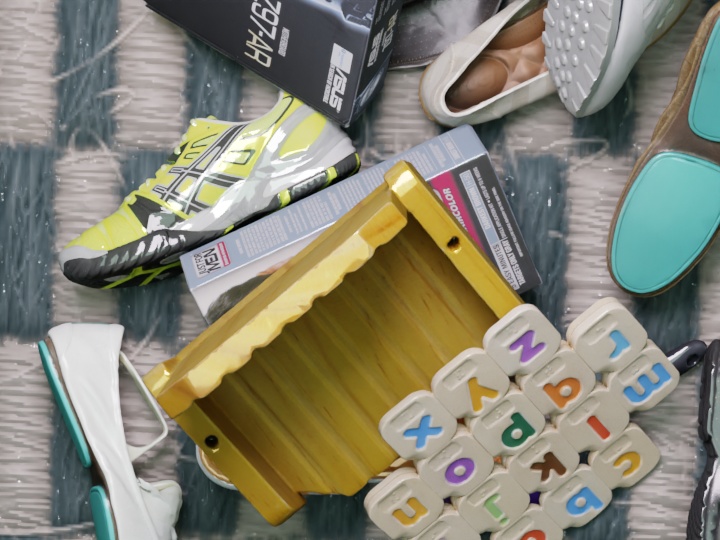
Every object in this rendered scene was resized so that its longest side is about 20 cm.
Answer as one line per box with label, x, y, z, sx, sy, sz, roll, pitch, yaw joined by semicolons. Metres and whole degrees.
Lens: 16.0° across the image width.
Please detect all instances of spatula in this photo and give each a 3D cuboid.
spatula;0.135;0.103;1.613;0.200;0.057;0.021;-37;47;-1

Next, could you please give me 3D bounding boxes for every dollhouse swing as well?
dollhouse swing;-0.005;0.058;1.475;0.200;0.176;0.182;-39;109;4

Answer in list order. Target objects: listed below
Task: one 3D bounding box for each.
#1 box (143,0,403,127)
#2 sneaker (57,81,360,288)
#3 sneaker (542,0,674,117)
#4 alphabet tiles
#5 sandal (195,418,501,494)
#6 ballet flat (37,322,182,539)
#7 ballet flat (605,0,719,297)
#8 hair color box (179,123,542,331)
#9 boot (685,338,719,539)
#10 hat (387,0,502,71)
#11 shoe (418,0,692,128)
box;-0.048;-0.194;1.533;0.160;0.200;0.044;32;58;11
sneaker;-0.102;-0.051;1.618;0.199;0.075;0.077;-25;81;-5
sneaker;0.164;-0.174;1.514;0.080;0.201;0.077;-10;46;-26
alphabet tiles;0.098;0.102;1.561;0.200;0.196;0.015;-40;45;5
sandal;-0.004;0.102;1.613;0.206;0.059;0.080;-1;91;5
ballet flat;-0.148;0.126;1.630;0.069;0.069;0.201;-17;89;5
ballet flat;0.207;-0.081;1.576;0.068;0.072;0.201;19;108;3
hair color box;0.000;0.000;1.584;0.199;0.061;0.099;-25;114;0
boot;0.272;0.143;1.587;0.131;0.070;0.201;5;96;0
hat;0.012;-0.225;1.592;0.200;0.081;0.202;0;91;6
shoe;0.128;-0.147;1.594;0.200;0.053;0.070;-31;91;0
